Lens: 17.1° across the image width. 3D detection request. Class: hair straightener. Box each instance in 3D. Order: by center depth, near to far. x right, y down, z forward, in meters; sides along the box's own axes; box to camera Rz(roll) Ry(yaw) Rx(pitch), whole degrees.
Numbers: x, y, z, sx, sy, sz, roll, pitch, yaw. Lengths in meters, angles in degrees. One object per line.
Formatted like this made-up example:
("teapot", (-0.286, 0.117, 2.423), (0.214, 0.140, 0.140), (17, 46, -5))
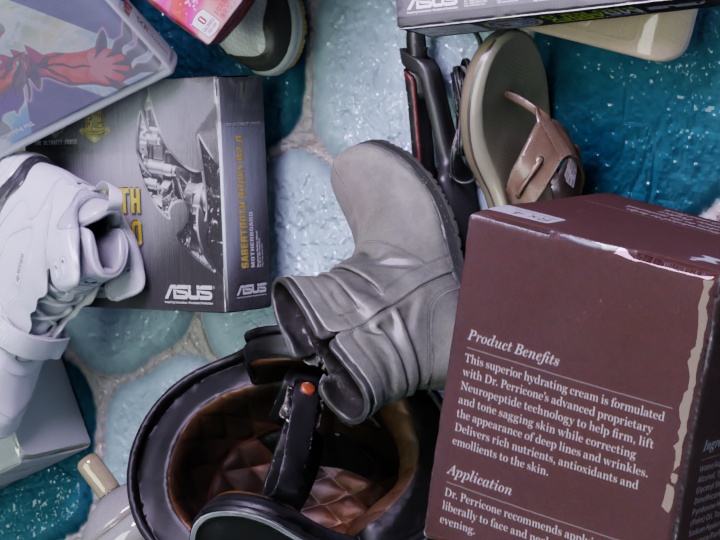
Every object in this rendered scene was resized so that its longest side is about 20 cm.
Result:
("hair straightener", (0.067, -0.079, 1.531), (0.077, 0.041, 0.201), (-4, 88, 35))

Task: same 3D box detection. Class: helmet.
("helmet", (-0.042, 0.136, 1.530), (0.201, 0.199, 0.191), (66, 150, 10))

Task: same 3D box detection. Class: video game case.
("video game case", (-0.252, -0.158, 1.577), (0.200, 0.023, 0.182), (-23, 127, 28))

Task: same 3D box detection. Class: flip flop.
("flip flop", (0.109, -0.050, 1.473), (0.057, 0.081, 0.201), (-2, 98, 41))

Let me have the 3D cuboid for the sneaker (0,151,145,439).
("sneaker", (-0.215, 0.024, 1.630), (0.115, 0.075, 0.201), (13, 93, 42))

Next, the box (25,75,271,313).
("box", (-0.149, -0.053, 1.657), (0.200, 0.048, 0.159), (2, 97, 42))

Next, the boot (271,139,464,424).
("boot", (0.000, 0.000, 1.471), (0.200, 0.130, 0.068), (59, 140, 31))

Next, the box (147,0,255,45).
("box", (-0.071, -0.249, 1.514), (0.100, 0.095, 0.200), (38, 95, -2))

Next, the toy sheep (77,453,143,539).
("toy sheep", (-0.134, 0.212, 1.640), (0.138, 0.138, 0.200), (-38, 90, 31))

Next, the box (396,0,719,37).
("box", (0.115, -0.227, 1.410), (0.199, 0.044, 0.161), (-4, 86, 28))

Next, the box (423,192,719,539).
("box", (0.158, 0.073, 1.401), (0.166, 0.164, 0.201), (17, 104, 33))

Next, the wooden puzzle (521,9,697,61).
("wooden puzzle", (0.129, -0.236, 1.455), (0.199, 0.046, 0.186), (17, 98, 27))

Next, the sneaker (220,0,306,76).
("sneaker", (-0.112, -0.214, 1.605), (0.076, 0.088, 0.200), (-38, 76, 30))

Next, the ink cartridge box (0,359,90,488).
("ink cartridge box", (-0.312, 0.101, 1.778), (0.200, 0.083, 0.147), (-25, 81, 34))
